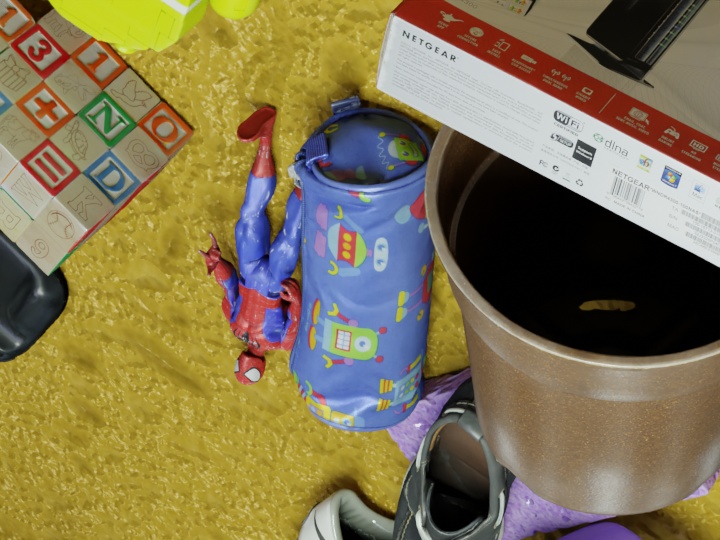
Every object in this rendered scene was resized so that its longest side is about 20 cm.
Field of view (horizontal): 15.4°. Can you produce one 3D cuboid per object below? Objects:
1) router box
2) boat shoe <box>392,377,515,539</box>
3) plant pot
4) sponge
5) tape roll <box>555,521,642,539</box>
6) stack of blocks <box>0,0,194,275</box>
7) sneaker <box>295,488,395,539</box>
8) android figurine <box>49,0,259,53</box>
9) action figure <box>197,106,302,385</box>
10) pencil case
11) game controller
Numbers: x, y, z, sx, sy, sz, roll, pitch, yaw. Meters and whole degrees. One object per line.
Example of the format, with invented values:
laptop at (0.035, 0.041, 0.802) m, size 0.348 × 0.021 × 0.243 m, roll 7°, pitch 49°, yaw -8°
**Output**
router box at (0.136, -0.108, 1.284) m, size 0.199 × 0.180 × 0.049 m, roll 28°, pitch 136°, yaw 14°
boat shoe at (0.052, 0.139, 1.582) m, size 0.072 × 0.068 × 0.200 m, roll 30°, pitch 134°, yaw 11°
plant pot at (0.133, 0.014, 1.375) m, size 0.200 × 0.201 × 0.199 m, roll 26°, pitch 151°, yaw 17°
sponge at (0.111, 0.101, 1.582) m, size 0.200 × 0.030 × 0.112 m, roll -20°, pitch 109°, yaw 44°
tape roll at (0.155, 0.253, 1.576) m, size 0.200 × 0.065 × 0.201 m, roll 55°, pitch 159°, yaw 33°
stack of blocks at (-0.211, -0.110, 1.586) m, size 0.200 × 0.115 × 0.059 m, roll 45°, pitch 137°, yaw -2°
sneaker at (0.043, 0.215, 1.690) m, size 0.200 × 0.074 × 0.089 m, roll 34°, pitch 139°, yaw 8°
android figurine at (-0.131, -0.206, 1.504) m, size 0.182 × 0.041 × 0.200 m, roll 32°, pitch 136°, yaw 11°
action figure at (-0.059, -0.004, 1.612) m, size 0.065 × 0.052 × 0.201 m, roll 23°, pitch 137°, yaw 15°
pencil case at (0.000, 0.000, 1.545) m, size 0.086 × 0.078 × 0.201 m, roll 5°, pitch 130°, yaw 3°
game controller at (-0.283, -0.027, 1.771) m, size 0.200 × 0.042 × 0.104 m, roll 44°, pitch 123°, yaw -3°
